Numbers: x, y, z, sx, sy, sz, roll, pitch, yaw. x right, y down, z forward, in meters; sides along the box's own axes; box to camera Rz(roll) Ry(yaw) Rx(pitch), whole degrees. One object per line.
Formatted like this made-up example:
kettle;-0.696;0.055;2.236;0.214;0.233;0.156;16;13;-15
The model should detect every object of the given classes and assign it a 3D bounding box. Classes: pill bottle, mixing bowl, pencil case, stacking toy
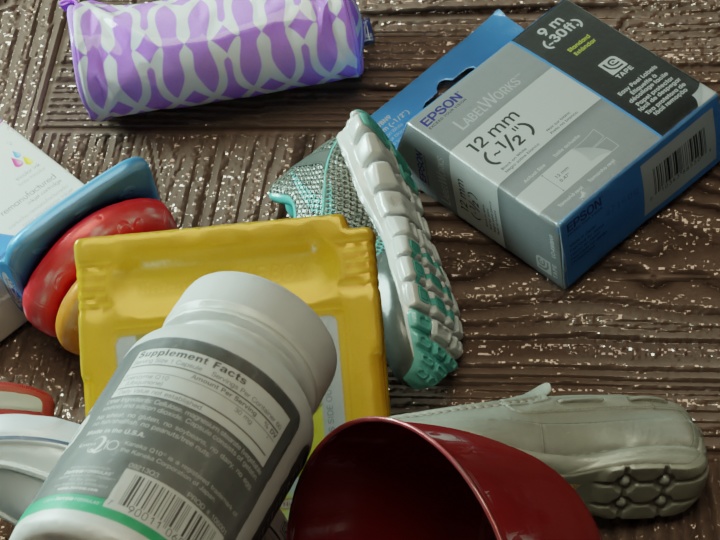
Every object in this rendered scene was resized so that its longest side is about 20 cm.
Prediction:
pill bottle;-0.093;0.101;1.440;0.113;0.113;0.200;12;46;20
mixing bowl;0.061;0.167;1.451;0.108;0.200;0.200;-10;42;-36
pencil case;-0.092;-0.153;1.795;0.199;0.084;0.086;-10;83;0
stacking toy;-0.116;0.043;1.641;0.110;0.116;0.200;-36;67;-12

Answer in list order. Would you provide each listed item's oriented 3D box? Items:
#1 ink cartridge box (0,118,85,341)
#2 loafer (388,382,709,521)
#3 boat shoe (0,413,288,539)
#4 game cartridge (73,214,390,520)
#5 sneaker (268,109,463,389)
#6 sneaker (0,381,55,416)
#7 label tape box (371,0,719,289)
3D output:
ink cartridge box;-0.267;-0.045;1.750;0.116;0.067;0.200;-39;54;-21
loafer;0.095;0.099;1.547;0.199;0.070;0.070;4;41;-12
boat shoe;-0.140;0.135;1.512;0.199;0.074;0.065;13;41;9
game cartridge;-0.071;0.073;1.573;0.176;0.032;0.201;-6;83;6
sneaker;0.000;0.000;1.672;0.091;0.078;0.200;-29;49;14
sneaker;-0.274;0.130;1.619;0.199;0.078;0.116;-5;81;-13
label tape box;0.105;-0.096;1.726;0.143;0.066;0.200;-39;56;-21
